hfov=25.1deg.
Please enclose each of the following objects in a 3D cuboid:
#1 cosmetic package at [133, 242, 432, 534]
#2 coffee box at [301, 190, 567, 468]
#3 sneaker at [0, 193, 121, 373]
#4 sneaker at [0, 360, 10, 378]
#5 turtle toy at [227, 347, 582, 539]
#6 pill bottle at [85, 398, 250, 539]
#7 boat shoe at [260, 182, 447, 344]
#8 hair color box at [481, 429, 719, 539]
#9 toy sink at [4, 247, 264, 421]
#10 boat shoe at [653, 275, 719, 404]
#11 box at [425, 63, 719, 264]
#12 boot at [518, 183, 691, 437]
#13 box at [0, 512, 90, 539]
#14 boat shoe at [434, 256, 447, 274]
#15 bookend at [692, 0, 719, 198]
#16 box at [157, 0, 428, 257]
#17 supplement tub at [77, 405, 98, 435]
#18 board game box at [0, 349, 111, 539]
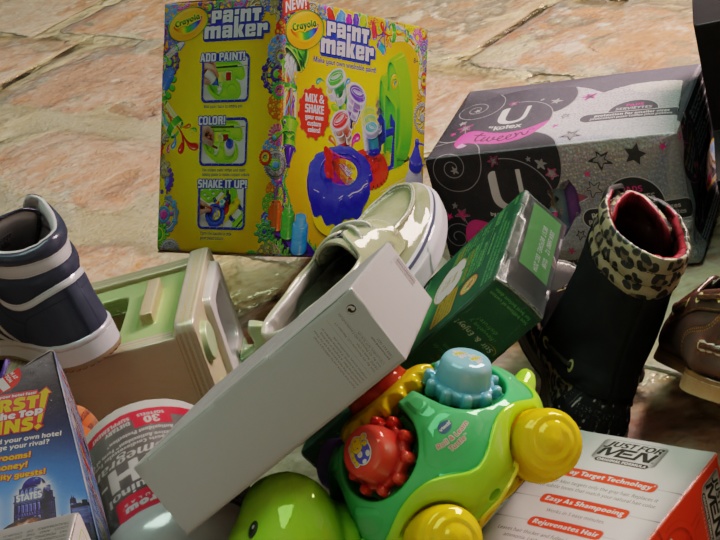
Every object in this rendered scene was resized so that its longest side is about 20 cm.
[{"bbox_3d":[-0.036,0.060,0.915,0.150,0.052,0.200,-37,2,10],"label":"cosmetic package"},{"bbox_3d":[0.049,0.046,1.059,0.200,0.044,0.123,-45,10,30],"label":"coffee box"},{"bbox_3d":[-0.253,0.006,1.125,0.199,0.109,0.070,4,35,44],"label":"sneaker"},{"bbox_3d":[-0.268,0.064,1.293,0.080,0.084,0.200,-7,26,19],"label":"sneaker"},{"bbox_3d":[0.020,0.114,0.876,0.200,0.101,0.146,-40,0,-18],"label":"turtle toy"},{"bbox_3d":[-0.109,0.166,0.955,0.110,0.111,0.200,-20,25,-7],"label":"pill bottle"},{"bbox_3d":[0.000,0.000,1.084,0.072,0.062,0.201,-6,38,36],"label":"boat shoe"},{"bbox_3d":[0.110,0.170,0.868,0.101,0.062,0.200,6,35,41],"label":"hair color box"},{"bbox_3d":[-0.141,0.065,1.176,0.198,0.113,0.131,-14,26,7],"label":"toy sink"},{"bbox_3d":[0.222,0.038,0.979,0.070,0.071,0.200,12,3,2],"label":"boat shoe"},{"bbox_3d":[0.170,-0.077,1.264,0.198,0.116,0.132,-5,27,25],"label":"box"},{"bbox_3d":[0.158,0.009,1.043,0.073,0.155,0.204,12,30,-6],"label":"boot"},{"bbox_3d":[-0.155,0.231,0.750,0.112,0.201,0.102,-13,27,5],"label":"box"},{"bbox_3d":[0.002,0.014,1.195,0.072,0.060,0.200,-43,-3,32],"label":"boat shoe"},{"bbox_3d":[0.295,-0.108,1.151,0.091,0.201,0.199,-10,26,16],"label":"bookend"},{"bbox_3d":[-0.051,-0.107,1.289,0.121,0.195,0.199,2,2,35],"label":"box"},{"bbox_3d":[-0.273,0.149,1.079,0.198,0.123,0.123,-9,26,18],"label":"supplement tub"},{"bbox_3d":[-0.215,0.140,0.874,0.198,0.062,0.201,-9,41,3],"label":"board game box"}]
